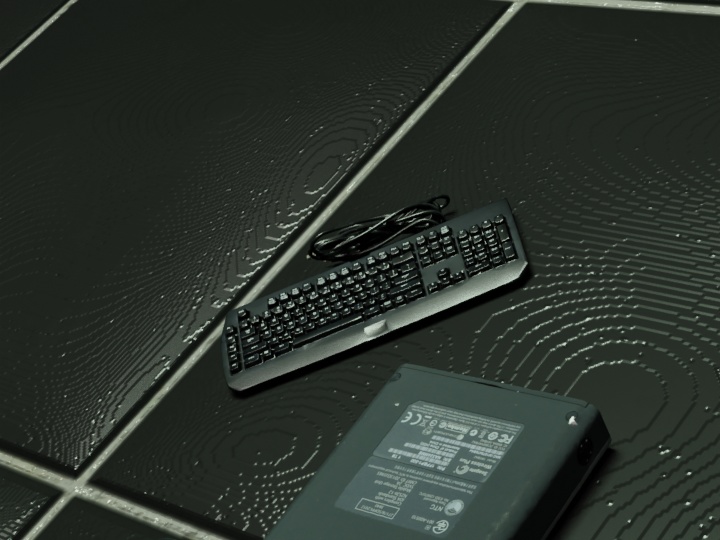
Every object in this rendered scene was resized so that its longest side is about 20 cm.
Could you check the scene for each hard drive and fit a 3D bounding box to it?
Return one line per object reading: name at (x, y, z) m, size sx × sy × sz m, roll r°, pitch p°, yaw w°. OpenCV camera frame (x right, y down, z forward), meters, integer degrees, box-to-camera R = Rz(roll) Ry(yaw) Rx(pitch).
hard drive at (0.021, 0.137, 0.945) m, size 0.139 × 0.033 × 0.200 m, roll 10°, pitch 49°, yaw 42°

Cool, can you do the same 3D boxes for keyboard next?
keyboard at (0.000, 0.000, 1.133) m, size 0.199 × 0.040 × 0.104 m, roll -22°, pitch 35°, yaw 7°

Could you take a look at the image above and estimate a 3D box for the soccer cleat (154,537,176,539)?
soccer cleat at (-0.124, 0.170, 0.904) m, size 0.080 × 0.068 × 0.200 m, roll 10°, pitch 4°, yaw -2°
